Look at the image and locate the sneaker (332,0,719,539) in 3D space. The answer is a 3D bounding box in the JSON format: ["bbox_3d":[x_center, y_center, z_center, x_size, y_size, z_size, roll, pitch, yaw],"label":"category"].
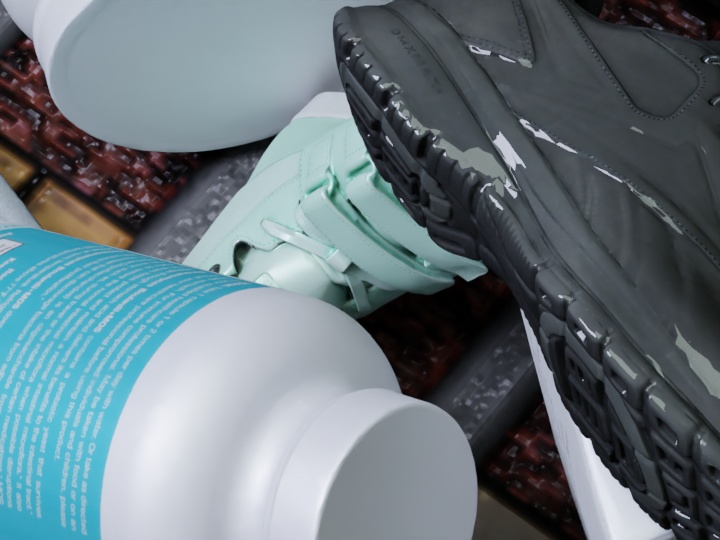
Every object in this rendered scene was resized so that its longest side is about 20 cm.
[{"bbox_3d":[0.074,-0.012,0.695,0.091,0.076,0.200,-31,65,-10],"label":"sneaker"}]

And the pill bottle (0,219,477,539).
[{"bbox_3d":[-0.062,0.052,0.816,0.199,0.111,0.111,13,64,41],"label":"pill bottle"}]

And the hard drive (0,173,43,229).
[{"bbox_3d":[-0.168,0.026,0.963,0.139,0.033,0.200,-36,63,-9],"label":"hard drive"}]

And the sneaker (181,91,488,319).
[{"bbox_3d":[0.000,0.000,0.877,0.074,0.200,0.118,40,76,-15],"label":"sneaker"}]

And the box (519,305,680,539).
[{"bbox_3d":[0.155,0.031,0.809,0.198,0.200,0.131,-19,61,2],"label":"box"}]

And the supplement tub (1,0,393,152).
[{"bbox_3d":[-0.068,-0.159,0.977,0.145,0.146,0.201,-16,62,1],"label":"supplement tub"}]
